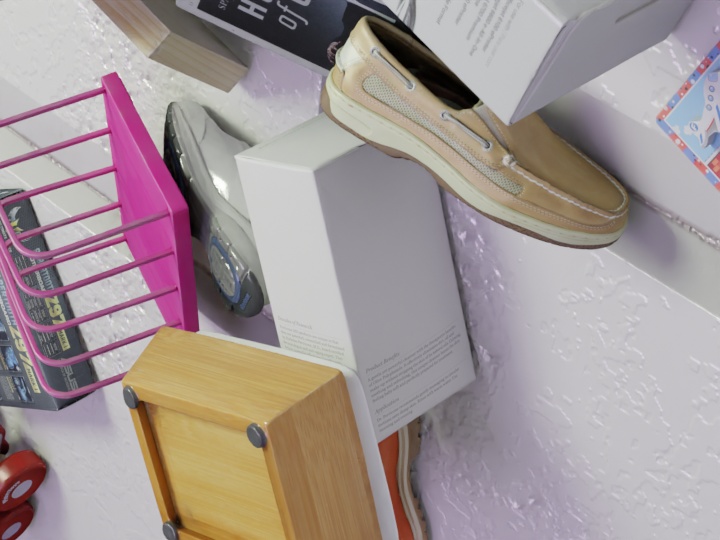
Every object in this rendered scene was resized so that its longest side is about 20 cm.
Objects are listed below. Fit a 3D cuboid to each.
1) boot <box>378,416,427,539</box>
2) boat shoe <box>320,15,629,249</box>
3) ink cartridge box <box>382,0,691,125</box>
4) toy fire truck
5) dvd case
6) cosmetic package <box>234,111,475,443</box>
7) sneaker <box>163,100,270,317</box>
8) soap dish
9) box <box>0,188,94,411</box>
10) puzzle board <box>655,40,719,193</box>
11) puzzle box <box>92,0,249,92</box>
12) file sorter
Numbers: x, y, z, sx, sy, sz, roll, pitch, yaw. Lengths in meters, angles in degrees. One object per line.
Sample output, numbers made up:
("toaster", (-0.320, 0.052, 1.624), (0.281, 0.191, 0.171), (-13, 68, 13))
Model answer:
("boot", (-0.010, 0.180, 1.325), (0.075, 0.107, 0.200), (21, 130, 37))
("boat shoe", (0.075, -0.084, 1.050), (0.200, 0.072, 0.076), (26, 125, 2))
("ink cartridge box", (0.071, -0.192, 0.948), (0.200, 0.145, 0.084), (47, 141, 16))
("toy fire truck", (-0.414, 0.225, 1.761), (0.112, 0.168, 0.200), (45, 140, 19))
("dvd case", (0.003, -0.169, 1.060), (0.200, 0.025, 0.150), (24, 141, -7))
("cosmetic package", (0.000, 0.000, 1.191), (0.085, 0.108, 0.200), (12, 121, 47))
("sneaker", (-0.086, -0.050, 1.286), (0.200, 0.087, 0.075), (59, 154, 33))
("soap dish", (-0.072, 0.130, 1.207), (0.200, 0.081, 0.158), (10, 120, 48))
("box", (-0.332, 0.027, 1.633), (0.158, 0.051, 0.200), (-1, 112, 49))
("puzzle board", (0.250, -0.082, 0.925), (0.151, 0.017, 0.200), (50, 142, 12))
("puzzle box", (-0.174, -0.207, 1.243), (0.200, 0.133, 0.025), (46, 101, 18))
("file sorter", (-0.206, -0.017, 1.333), (0.200, 0.125, 0.139), (92, 153, -55))
